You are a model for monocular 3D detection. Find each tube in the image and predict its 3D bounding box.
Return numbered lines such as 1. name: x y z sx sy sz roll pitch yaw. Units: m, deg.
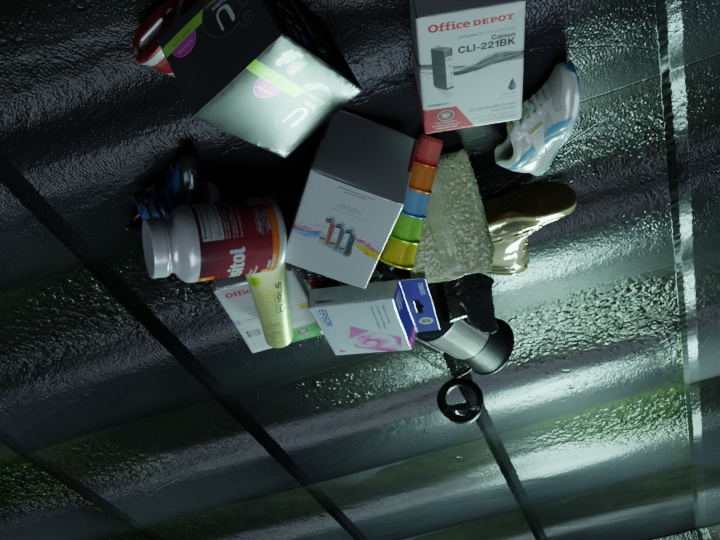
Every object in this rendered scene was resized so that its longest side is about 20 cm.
1. tube: -0.149 0.047 1.437 0.058 0.052 0.202 -39 144 -29

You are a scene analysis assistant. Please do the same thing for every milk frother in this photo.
1. milk frother: 0.177 0.162 1.651 0.179 0.203 0.187 -30 137 32

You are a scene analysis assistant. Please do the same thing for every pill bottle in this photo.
1. pill bottle: -0.217 -0.044 1.285 0.196 0.114 0.114 -9 145 -24

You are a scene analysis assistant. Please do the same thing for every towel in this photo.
1. towel: 0.130 -0.082 1.387 0.146 0.037 0.204 -14 103 6

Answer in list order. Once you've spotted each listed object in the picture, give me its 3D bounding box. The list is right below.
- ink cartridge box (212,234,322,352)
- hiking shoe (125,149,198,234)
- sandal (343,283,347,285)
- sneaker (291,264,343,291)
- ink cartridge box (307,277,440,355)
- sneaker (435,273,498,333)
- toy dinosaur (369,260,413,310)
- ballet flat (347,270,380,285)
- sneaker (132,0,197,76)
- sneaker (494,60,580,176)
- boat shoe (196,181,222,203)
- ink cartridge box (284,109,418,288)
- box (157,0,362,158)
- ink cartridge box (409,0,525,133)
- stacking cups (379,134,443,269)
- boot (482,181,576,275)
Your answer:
1. ink cartridge box: -0.161 0.044 1.533 0.143 0.089 0.201 -14 142 7
2. hiking shoe: -0.301 -0.109 1.327 0.085 0.075 0.201 9 139 -22
3. sandal: -0.035 0.039 1.578 0.074 0.049 0.202 6 138 -11
4. sneaker: -0.069 -0.007 1.478 0.069 0.095 0.201 -13 139 10
5. ink cartridge box: 0.028 0.083 1.478 0.196 0.044 0.197 -5 150 12
6. sneaker: 0.187 0.018 1.533 0.102 0.060 0.204 -11 101 -18
7. toy dinosaur: 0.054 -0.036 1.513 0.180 0.105 0.201 -30 104 39
8. ballet flat: 0.000 0.000 1.472 0.061 0.068 0.202 -18 141 -4
9. sneaker: -0.189 -0.320 1.107 0.198 0.080 0.115 -31 155 25
10. sneaker: 0.264 -0.222 1.288 0.079 0.077 0.202 5 138 -13
11. boat shoe: -0.243 -0.067 1.402 0.065 0.071 0.201 -7 142 -30
12. ink cartridge box: -0.018 -0.103 1.302 0.142 0.147 0.201 19 138 -6
13. box: -0.120 -0.253 1.073 0.148 0.126 0.199 -37 158 19
14. ink cartridge box: 0.143 -0.294 1.167 0.141 0.085 0.202 -9 141 2
15. stacking cups: 0.082 -0.105 1.332 0.059 0.061 0.204 10 106 -22
16. boot: 0.281 -0.065 1.486 0.197 0.074 0.156 -17 140 14
